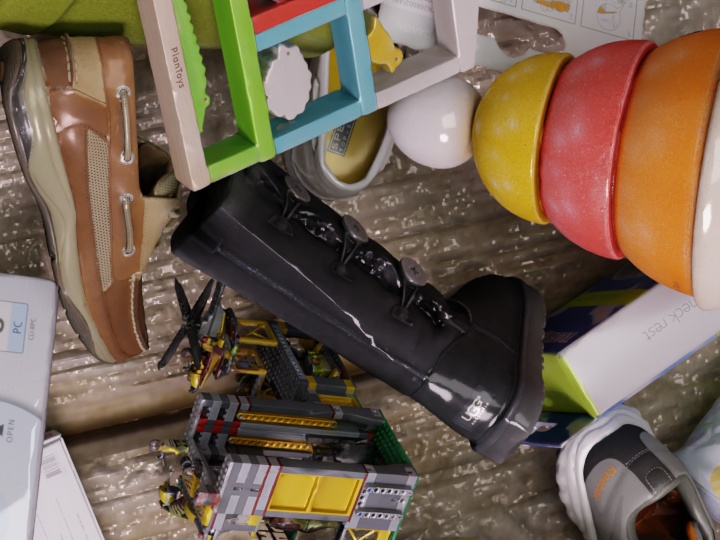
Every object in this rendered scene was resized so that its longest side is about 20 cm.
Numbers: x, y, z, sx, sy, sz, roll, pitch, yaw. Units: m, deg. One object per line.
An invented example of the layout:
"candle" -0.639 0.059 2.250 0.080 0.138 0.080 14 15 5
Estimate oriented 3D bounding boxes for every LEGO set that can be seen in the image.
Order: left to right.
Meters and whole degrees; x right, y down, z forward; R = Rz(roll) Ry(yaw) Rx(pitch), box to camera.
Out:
"LEGO set" -0.065 0.104 1.005 0.116 0.200 0.154 8 126 -26

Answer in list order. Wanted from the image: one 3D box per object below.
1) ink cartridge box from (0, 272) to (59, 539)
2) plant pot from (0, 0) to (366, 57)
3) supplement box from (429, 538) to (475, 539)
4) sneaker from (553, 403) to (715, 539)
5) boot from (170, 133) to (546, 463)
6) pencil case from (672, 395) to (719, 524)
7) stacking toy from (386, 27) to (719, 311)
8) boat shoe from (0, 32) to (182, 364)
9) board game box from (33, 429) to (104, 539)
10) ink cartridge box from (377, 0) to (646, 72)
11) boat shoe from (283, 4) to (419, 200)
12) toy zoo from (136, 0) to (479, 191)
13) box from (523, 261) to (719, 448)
"ink cartridge box" -0.258 0.074 1.009 0.199 0.047 0.161 7 78 -12
"plant pot" -0.089 -0.193 1.008 0.192 0.200 0.201 14 89 -29
"supplement box" 0.029 0.254 1.091 0.109 0.109 0.201 0 92 -16
"sneaker" 0.167 0.167 1.125 0.074 0.079 0.200 -35 127 -13
"boot" 0.000 0.000 1.049 0.200 0.165 0.066 31 106 -12
"pencil case" 0.261 0.066 1.160 0.083 0.091 0.200 40 81 -15
"stacking toy" 0.107 -0.066 1.019 0.199 0.146 0.147 10 90 17
"boat shoe" -0.124 -0.034 1.006 0.074 0.076 0.200 -15 137 -5
"board game box" -0.180 0.201 1.066 0.126 0.035 0.201 -23 98 -15
"ink cartridge box" 0.083 -0.197 1.093 0.162 0.050 0.201 13 79 -23
"boat shoe" 0.009 -0.136 1.079 0.074 0.086 0.203 17 88 -16
"toy zoo" -0.011 -0.134 0.970 0.200 0.020 0.132 -27 126 -24
"box" 0.159 0.023 1.111 0.200 0.122 0.048 -33 95 -13
